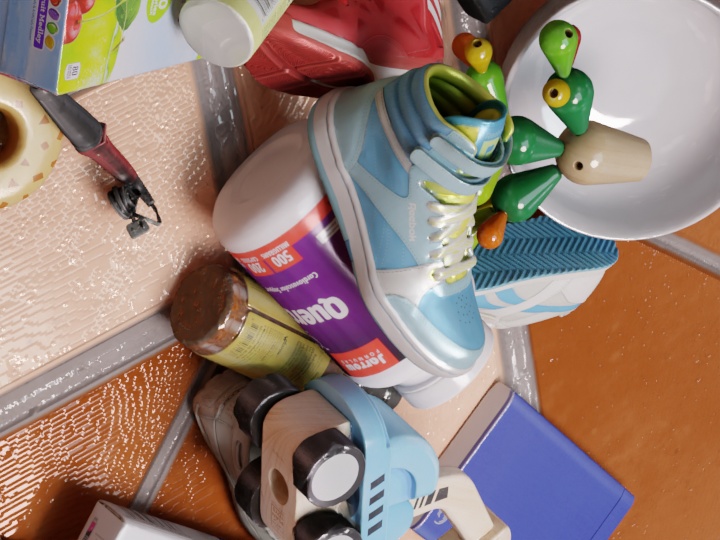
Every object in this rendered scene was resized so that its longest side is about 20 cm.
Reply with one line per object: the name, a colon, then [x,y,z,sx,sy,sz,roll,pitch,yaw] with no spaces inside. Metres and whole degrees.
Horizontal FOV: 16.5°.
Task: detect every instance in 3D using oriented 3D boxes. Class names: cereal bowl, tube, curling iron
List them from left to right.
curling iron: [-0.163,-0.075,1.537,0.025,0.050,0.200,-28,153,0]
tube: [-0.046,-0.203,1.527,0.052,0.058,0.200,38,51,-7]
cereal bowl: [0.193,-0.128,1.788,0.198,0.084,0.201,-1,119,-2]

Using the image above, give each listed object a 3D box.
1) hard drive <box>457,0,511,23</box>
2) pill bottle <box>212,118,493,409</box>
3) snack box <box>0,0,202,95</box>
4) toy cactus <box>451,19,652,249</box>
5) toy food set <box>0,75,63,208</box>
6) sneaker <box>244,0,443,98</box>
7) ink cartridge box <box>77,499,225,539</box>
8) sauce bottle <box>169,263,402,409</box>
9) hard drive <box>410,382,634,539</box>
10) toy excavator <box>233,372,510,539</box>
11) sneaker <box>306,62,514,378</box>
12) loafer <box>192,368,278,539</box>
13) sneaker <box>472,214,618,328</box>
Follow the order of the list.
hard drive: [0.120,-0.286,1.707,0.200,0.033,0.140,-46,133,-11]
pill bottle: [0.000,0.000,1.667,0.113,0.112,0.200,-47,113,-9]
snack box: [-0.133,-0.206,1.473,0.200,0.067,0.170,-25,130,-57]
toy cactus: [0.122,-0.088,1.723,0.164,0.102,0.201,7,117,-28]
toy food set: [-0.249,-0.135,1.471,0.197,0.049,0.201,9,107,-42]
sneaker: [-0.012,-0.174,1.618,0.200,0.078,0.117,19,69,-58]
ink cartridge box: [-0.151,0.274,1.727,0.196,0.043,0.201,26,96,-46]
sauce bottle: [-0.046,0.056,1.728,0.200,0.066,0.066,30,92,-43]
hard drive: [0.128,0.188,1.967,0.132,0.025,0.200,-53,134,-4]
toy excavator: [0.021,0.151,1.709,0.199,0.100,0.196,-16,125,-28]
sneaker: [0.055,-0.036,1.556,0.079,0.130,0.201,-31,98,-51]
loafer: [-0.056,0.154,1.766,0.070,0.070,0.200,-43,132,-13]
sneaker: [0.090,0.007,1.806,0.199,0.077,0.081,-1,141,-27]
